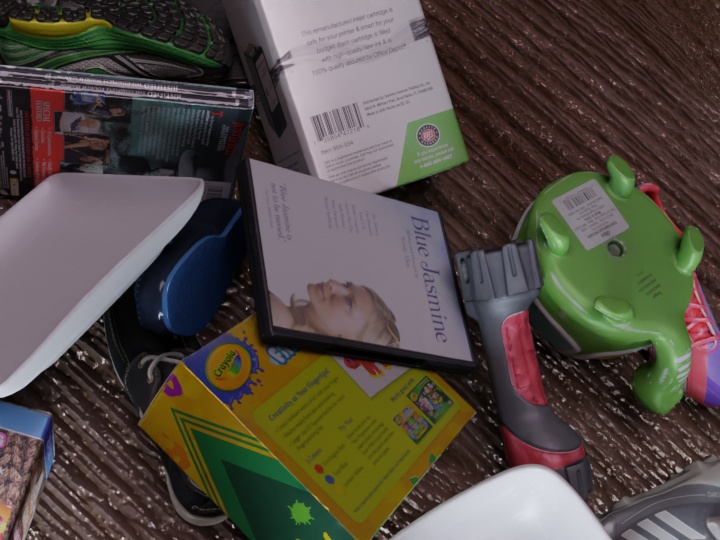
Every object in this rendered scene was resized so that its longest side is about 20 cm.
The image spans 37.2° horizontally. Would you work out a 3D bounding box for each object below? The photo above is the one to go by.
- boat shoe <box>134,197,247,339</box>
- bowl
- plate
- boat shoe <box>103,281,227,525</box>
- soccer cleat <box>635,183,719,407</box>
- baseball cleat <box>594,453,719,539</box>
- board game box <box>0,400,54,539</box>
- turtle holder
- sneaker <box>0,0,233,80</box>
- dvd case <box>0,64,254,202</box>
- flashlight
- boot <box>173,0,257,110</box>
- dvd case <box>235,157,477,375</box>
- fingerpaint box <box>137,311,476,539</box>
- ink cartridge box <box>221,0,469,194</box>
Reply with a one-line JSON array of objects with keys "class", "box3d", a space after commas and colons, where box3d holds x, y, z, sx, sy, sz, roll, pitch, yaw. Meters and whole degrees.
[{"class": "boat shoe", "box3d": [-0.136, -0.002, 0.803, 0.067, 0.200, 0.086, 8, 105, 6]}, {"class": "bowl", "box3d": [0.100, 0.258, 0.743, 0.198, 0.075, 0.202, -30, 74, -3]}, {"class": "plate", "box3d": [-0.218, 0.006, 0.724, 0.201, 0.197, 0.033, -50, 127, -31]}, {"class": "boat shoe", "box3d": [-0.136, 0.084, 0.794, 0.071, 0.068, 0.202, -19, 67, -21]}, {"class": "soccer cleat", "box3d": [0.273, 0.021, 0.930, 0.066, 0.077, 0.202, -15, 69, -22]}, {"class": "baseball cleat", "box3d": [0.234, 0.215, 0.828, 0.197, 0.070, 0.108, -20, 70, -23]}, {"class": "board game box", "box3d": [-0.304, 0.176, 0.683, 0.157, 0.097, 0.203, 17, 61, -6]}, {"class": "turtle holder", "box3d": [0.206, 0.013, 0.885, 0.184, 0.132, 0.142, 31, 59, 1]}, {"class": "sneaker", "box3d": [-0.204, -0.184, 0.900, 0.196, 0.086, 0.079, 6, 39, -3]}, {"class": "dvd case", "box3d": [-0.189, -0.096, 0.823, 0.196, 0.147, 0.022, 4, 60, -13]}, {"class": "flashlight", "box3d": [0.130, 0.078, 0.826, 0.067, 0.068, 0.204, -12, 93, -30]}, {"class": "boot", "box3d": [-0.120, -0.213, 0.949, 0.196, 0.070, 0.134, 3, 69, -8]}, {"class": "dvd case", "box3d": [0.000, 0.000, 0.805, 0.198, 0.017, 0.145, 13, 54, -38]}, {"class": "fingerpaint box", "box3d": [-0.030, 0.106, 0.762, 0.167, 0.074, 0.200, 43, 32, 7]}, {"class": "ink cartridge box", "box3d": [-0.013, -0.162, 0.901, 0.144, 0.084, 0.203, -20, 93, -23]}]
